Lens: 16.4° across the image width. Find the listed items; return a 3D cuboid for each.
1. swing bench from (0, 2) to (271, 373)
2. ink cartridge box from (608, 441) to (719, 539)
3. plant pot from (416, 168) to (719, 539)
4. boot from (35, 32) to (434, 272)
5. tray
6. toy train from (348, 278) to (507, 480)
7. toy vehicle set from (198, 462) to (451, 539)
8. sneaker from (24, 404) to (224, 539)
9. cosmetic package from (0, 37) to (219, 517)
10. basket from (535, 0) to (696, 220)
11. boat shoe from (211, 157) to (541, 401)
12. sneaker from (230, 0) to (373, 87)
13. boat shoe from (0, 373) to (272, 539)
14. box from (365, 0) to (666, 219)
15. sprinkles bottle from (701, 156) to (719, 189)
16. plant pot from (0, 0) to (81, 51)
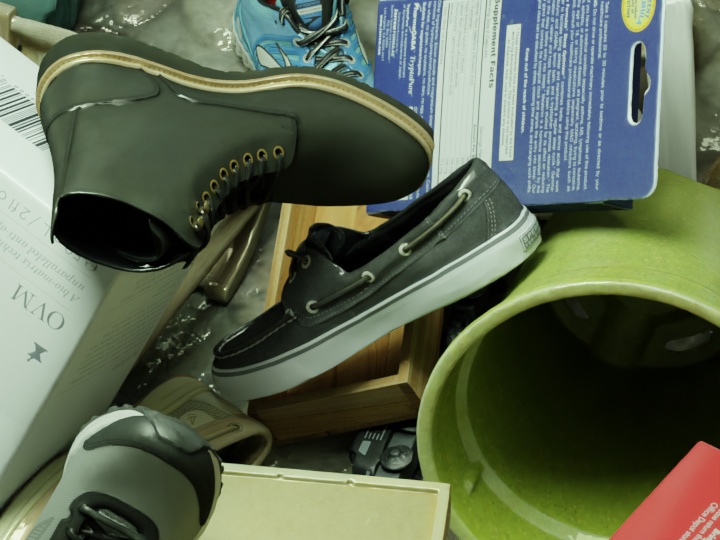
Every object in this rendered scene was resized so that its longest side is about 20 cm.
[{"bbox_3d":[-0.173,-0.049,1.422,0.198,0.130,0.200,18,25,18],"label":"swing bench"},{"bbox_3d":[0.148,0.165,1.158,0.067,0.201,0.116,28,50,26],"label":"ink cartridge box"},{"bbox_3d":[0.144,0.044,1.310,0.199,0.201,0.184,9,33,8],"label":"plant pot"},{"bbox_3d":[-0.059,-0.037,1.199,0.199,0.078,0.139,7,35,-11],"label":"boot"},{"bbox_3d":[0.000,0.000,1.401,0.098,0.037,0.201,-13,48,25],"label":"tray"},{"bbox_3d":[0.037,0.050,1.399,0.046,0.034,0.200,5,43,22],"label":"toy train"},{"bbox_3d":[-0.030,0.175,1.148,0.124,0.027,0.200,5,44,7],"label":"toy vehicle set"},{"bbox_3d":[-0.126,0.140,1.149,0.074,0.200,0.079,31,34,-11],"label":"sneaker"},{"bbox_3d":[-0.214,0.002,1.269,0.199,0.200,0.123,36,25,10],"label":"cosmetic package"},{"bbox_3d":[0.118,-0.119,1.465,0.123,0.136,0.200,-6,22,-3],"label":"basket"},{"bbox_3d":[-0.004,0.002,1.302,0.199,0.066,0.070,-26,17,26],"label":"boat shoe"},{"bbox_3d":[-0.032,-0.130,1.541,0.078,0.090,0.200,-16,51,-17],"label":"sneaker"},{"bbox_3d":[-0.123,0.128,1.288,0.065,0.072,0.200,25,43,25],"label":"boat shoe"},{"bbox_3d":[0.086,-0.090,1.313,0.032,0.122,0.199,9,-7,-44],"label":"box"},{"bbox_3d":[0.246,-0.035,1.389,0.068,0.069,0.200,-6,4,-7],"label":"sprinkles bottle"},{"bbox_3d":[-0.271,-0.218,1.569,0.195,0.201,0.201,11,44,-1],"label":"plant pot"}]
